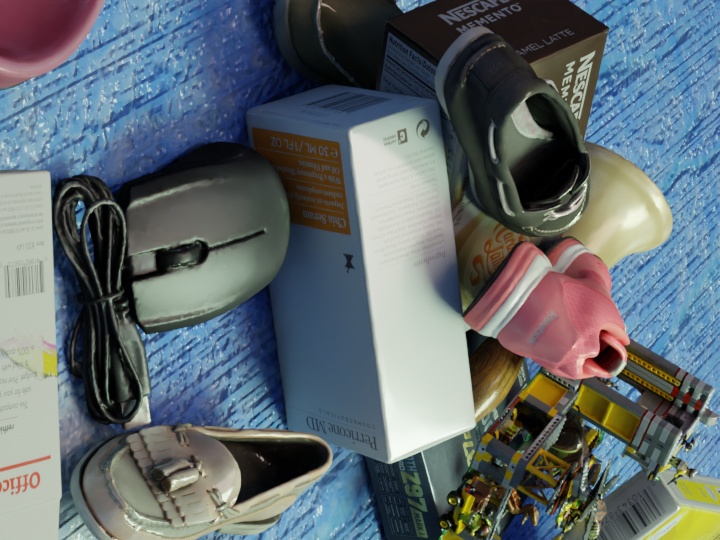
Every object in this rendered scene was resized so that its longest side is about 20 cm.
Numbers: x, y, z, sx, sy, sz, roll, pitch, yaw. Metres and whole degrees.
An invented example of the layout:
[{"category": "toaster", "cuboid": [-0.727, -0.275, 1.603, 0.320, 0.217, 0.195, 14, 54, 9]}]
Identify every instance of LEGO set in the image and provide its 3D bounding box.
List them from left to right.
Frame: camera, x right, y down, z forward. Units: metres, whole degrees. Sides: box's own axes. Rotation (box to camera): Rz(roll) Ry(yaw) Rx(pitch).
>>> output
[{"category": "LEGO set", "cuboid": [0.142, 0.132, 1.592, 0.200, 0.115, 0.154, -40, 156, -53]}]

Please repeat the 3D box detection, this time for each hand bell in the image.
[{"category": "hand bell", "cuboid": [0.110, 0.022, 1.635, 0.200, 0.104, 0.104, -55, 139, -27]}]

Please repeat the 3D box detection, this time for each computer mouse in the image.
[{"category": "computer mouse", "cuboid": [-0.088, -0.009, 1.382, 0.200, 0.052, 0.139, -36, 122, -55]}]

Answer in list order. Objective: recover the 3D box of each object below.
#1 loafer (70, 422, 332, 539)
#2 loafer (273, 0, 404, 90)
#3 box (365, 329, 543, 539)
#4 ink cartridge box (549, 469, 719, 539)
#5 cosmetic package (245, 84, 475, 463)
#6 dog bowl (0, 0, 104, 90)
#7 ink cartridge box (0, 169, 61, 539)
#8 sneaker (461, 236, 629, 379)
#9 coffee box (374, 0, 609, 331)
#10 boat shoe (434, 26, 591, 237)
[{"category": "loafer", "cuboid": [-0.083, 0.109, 1.372, 0.072, 0.063, 0.200, 63, 22, 13]}, {"category": "loafer", "cuboid": [0.012, -0.139, 1.538, 0.200, 0.069, 0.076, 34, 62, -57]}, {"category": "box", "cuboid": [0.057, 0.087, 1.655, 0.158, 0.051, 0.201, -48, 132, -48]}, {"category": "ink cartridge box", "cuboid": [0.171, 0.212, 1.749, 0.200, 0.197, 0.047, 18, 35, -59]}, {"category": "cosmetic package", "cuboid": [0.000, 0.000, 1.479, 0.071, 0.101, 0.201, -20, 110, -35]}, {"category": "dog bowl", "cuboid": [-0.184, -0.172, 1.173, 0.200, 0.073, 0.202, -5, 96, -61]}, {"category": "ink cartridge box", "cuboid": [-0.198, 0.056, 1.171, 0.116, 0.067, 0.202, -8, 98, -60]}, {"category": "sneaker", "cuboid": [0.123, 0.035, 1.514, 0.074, 0.087, 0.200, -52, 167, 13]}, {"category": "coffee box", "cuboid": [0.068, -0.066, 1.524, 0.114, 0.080, 0.201, -25, 140, -36]}, {"category": "boat shoe", "cuboid": [0.096, -0.063, 1.433, 0.067, 0.057, 0.200, -45, 147, -5]}]
